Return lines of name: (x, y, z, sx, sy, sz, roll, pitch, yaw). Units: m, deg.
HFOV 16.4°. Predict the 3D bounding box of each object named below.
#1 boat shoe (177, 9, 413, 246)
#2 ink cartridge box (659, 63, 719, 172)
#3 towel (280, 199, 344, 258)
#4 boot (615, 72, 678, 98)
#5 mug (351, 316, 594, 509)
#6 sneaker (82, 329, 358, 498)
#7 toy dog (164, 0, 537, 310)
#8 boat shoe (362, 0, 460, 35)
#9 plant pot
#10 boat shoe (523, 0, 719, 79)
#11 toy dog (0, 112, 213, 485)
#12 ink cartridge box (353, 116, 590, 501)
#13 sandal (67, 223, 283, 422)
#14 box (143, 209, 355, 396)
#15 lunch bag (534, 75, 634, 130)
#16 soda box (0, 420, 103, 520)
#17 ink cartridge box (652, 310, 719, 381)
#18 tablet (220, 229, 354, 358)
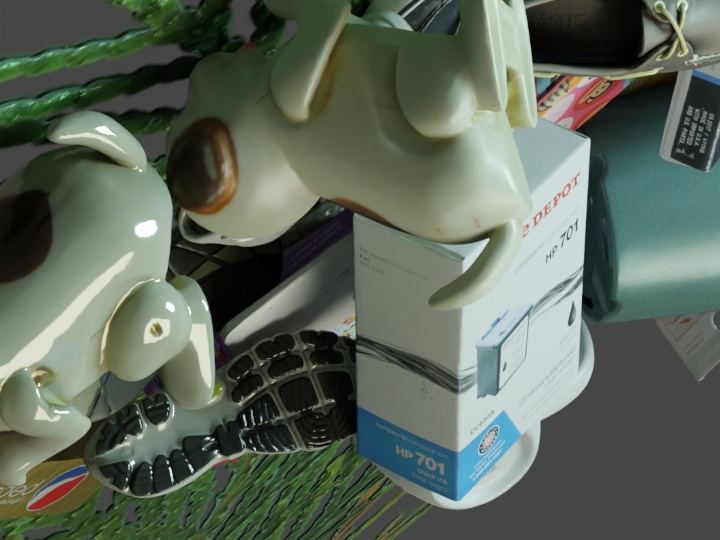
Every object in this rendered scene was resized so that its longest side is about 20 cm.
boat shoe: (-0.038, -0.074, 1.470, 0.069, 0.071, 0.200, -19, 158, -51)
ink cartridge box: (0.265, -0.193, 1.609, 0.200, 0.043, 0.199, -50, 157, -45)
towel: (-0.008, -0.023, 1.754, 0.199, 0.035, 0.133, -31, 162, -16)
boot: (0.216, -0.103, 1.861, 0.143, 0.071, 0.202, -19, 139, -22)
mug: (0.076, 0.073, 1.847, 0.199, 0.176, 0.148, -20, 141, -14)
sneaker: (-0.083, 0.088, 1.588, 0.198, 0.078, 0.085, -15, -179, -16)
toy dog: (-0.008, -0.074, 1.358, 0.198, 0.196, 0.140, -6, -175, 14)
boat shoe: (0.026, -0.115, 1.497, 0.071, 0.068, 0.200, -20, 157, -45)
plant pot: (0.242, -0.053, 1.745, 0.194, 0.202, 0.201, -10, 158, -12)
boat shoe: (0.164, -0.147, 1.485, 0.198, 0.072, 0.060, 0, -154, 1)
toy dog: (-0.187, 0.027, 1.300, 0.199, 0.140, 0.195, -27, 151, -30)
ink cartridge box: (0.068, 0.017, 1.542, 0.146, 0.085, 0.201, -43, 147, -37)
sandal: (-0.130, 0.018, 1.564, 0.201, 0.080, 0.057, -36, -152, -29)
box: (-0.045, 0.034, 1.707, 0.200, 0.039, 0.137, -38, 163, 8)
lunch bag: (0.150, -0.157, 1.616, 0.200, 0.082, 0.176, -43, 164, 21)
soda box: (-0.231, 0.119, 1.626, 0.068, 0.064, 0.200, -41, 163, 17)
ink cartridge box: (0.265, -0.040, 1.979, 0.050, 0.201, 0.161, -21, 159, -44)
tablet: (0.000, 0.000, 1.614, 0.199, 0.014, 0.130, -36, 163, -4)
